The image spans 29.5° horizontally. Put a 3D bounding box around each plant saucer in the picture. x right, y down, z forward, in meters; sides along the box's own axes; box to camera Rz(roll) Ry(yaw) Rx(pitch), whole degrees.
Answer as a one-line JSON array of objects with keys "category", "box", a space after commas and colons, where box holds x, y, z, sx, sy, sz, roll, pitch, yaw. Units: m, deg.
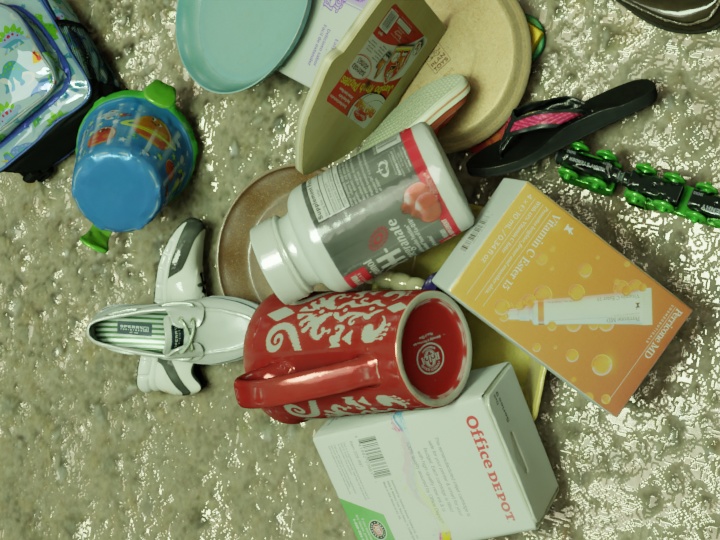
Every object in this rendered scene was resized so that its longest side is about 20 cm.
[{"category": "plant saucer", "box": [-0.061, -0.013, 1.466, 0.198, 0.037, 0.203, 0, 90, 24]}, {"category": "plant saucer", "box": [-0.117, -0.281, 1.426, 0.198, 0.027, 0.203, -9, 77, 40]}, {"category": "plant saucer", "box": [0.109, 0.034, 1.387, 0.198, 0.048, 0.203, 13, 95, 22]}]

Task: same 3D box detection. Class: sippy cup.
[{"category": "sippy cup", "box": [-0.251, -0.109, 1.471, 0.138, 0.131, 0.180, -7, 116, 6]}]

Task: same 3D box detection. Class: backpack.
[{"category": "backpack", "box": [-0.391, -0.230, 1.551, 0.182, 0.147, 0.201, -35, 73, 16]}]

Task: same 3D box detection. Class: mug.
[{"category": "mug", "box": [-0.010, 0.095, 1.304, 0.199, 0.178, 0.134, -6, 130, 44]}]

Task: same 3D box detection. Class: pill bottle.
[{"category": "pill bottle", "box": [-0.001, -0.048, 1.293, 0.198, 0.111, 0.112, -27, 79, 8]}]

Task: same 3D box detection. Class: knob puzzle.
[{"category": "knob puzzle", "box": [-0.006, -0.181, 1.304, 0.030, 0.219, 0.221, 37, 103, 17]}]

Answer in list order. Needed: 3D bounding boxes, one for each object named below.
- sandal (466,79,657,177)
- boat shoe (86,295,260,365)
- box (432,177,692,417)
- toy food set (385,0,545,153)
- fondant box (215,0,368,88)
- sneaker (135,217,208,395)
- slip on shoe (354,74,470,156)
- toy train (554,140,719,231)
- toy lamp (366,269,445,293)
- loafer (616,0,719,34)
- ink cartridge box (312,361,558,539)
[{"category": "sandal", "box": [0.190, -0.149, 1.329, 0.198, 0.075, 0.045, -25, 114, 8]}, {"category": "boat shoe", "box": [-0.193, 0.069, 1.445, 0.197, 0.067, 0.075, -4, 97, 8]}, {"category": "box", "box": [0.185, 0.023, 1.275, 0.199, 0.097, 0.125, 36, 91, -8]}, {"category": "toy food set", "box": [0.085, -0.212, 1.399, 0.197, 0.049, 0.201, 37, 103, 19]}, {"category": "fondant box", "box": [-0.048, -0.272, 1.420, 0.199, 0.058, 0.146, 32, 102, 38]}, {"category": "sneaker", "box": [-0.190, 0.043, 1.512, 0.079, 0.074, 0.203, 12, 99, 8]}, {"category": "slip on shoe", "box": [0.042, -0.114, 1.364, 0.061, 0.074, 0.200, 36, 104, -21]}, {"category": "toy train", "box": [0.280, -0.076, 1.309, 0.198, 0.056, 0.042, 21, 82, 22]}, {"category": "toy lamp", "box": [0.000, 0.000, 1.380, 0.198, 0.058, 0.059, 19, 97, 28]}, {"category": "loafer", "box": [0.263, -0.285, 1.310, 0.198, 0.071, 0.074, 27, 100, 21]}, {"category": "ink cartridge box", "box": [0.076, 0.189, 1.345, 0.198, 0.087, 0.147, -17, 103, 31]}]
